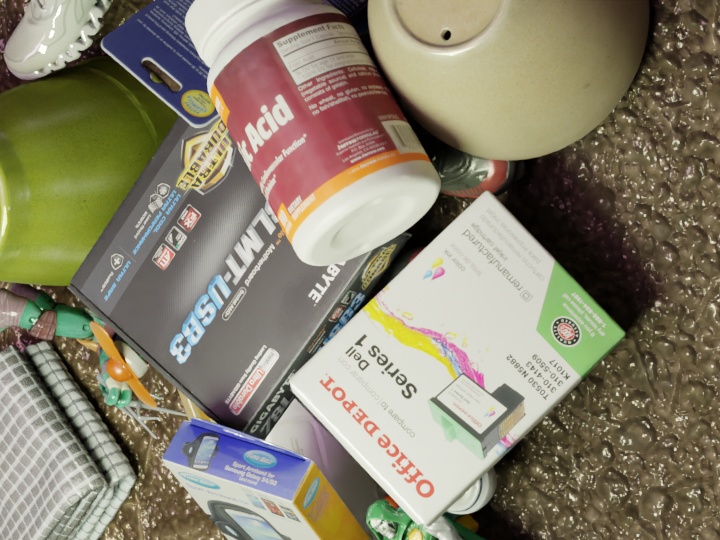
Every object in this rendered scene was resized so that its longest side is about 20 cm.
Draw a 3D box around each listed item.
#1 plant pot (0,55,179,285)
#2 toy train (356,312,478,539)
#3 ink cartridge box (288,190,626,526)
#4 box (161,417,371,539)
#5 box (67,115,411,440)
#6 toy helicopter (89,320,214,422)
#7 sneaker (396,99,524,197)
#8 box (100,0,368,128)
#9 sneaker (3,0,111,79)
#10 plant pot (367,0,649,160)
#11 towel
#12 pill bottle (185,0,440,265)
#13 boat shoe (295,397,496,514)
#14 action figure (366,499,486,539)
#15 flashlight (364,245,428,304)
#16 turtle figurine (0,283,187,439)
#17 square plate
[{"bbox_3d":[-0.269,-0.069,1.851,0.200,0.193,0.201,9,104,37],"label":"plant pot"},{"bbox_3d":[0.034,0.133,1.736,0.150,0.056,0.200,4,99,32],"label":"toy train"},{"bbox_3d":[0.067,0.066,1.602,0.200,0.084,0.145,-44,85,-2],"label":"ink cartridge box"},{"bbox_3d":[-0.065,0.177,1.667,0.119,0.200,0.042,14,66,30],"label":"box"},{"bbox_3d":[-0.094,-0.007,1.680,0.198,0.050,0.200,41,101,26],"label":"box"},{"bbox_3d":[-0.143,0.080,1.798,0.079,0.132,0.200,0,109,61],"label":"toy helicopter"},{"bbox_3d":[0.025,-0.101,1.675,0.200,0.098,0.071,25,112,31],"label":"sneaker"},{"bbox_3d":[-0.085,-0.186,1.694,0.121,0.200,0.032,41,155,25],"label":"box"},{"bbox_3d":[-0.233,-0.243,1.828,0.200,0.081,0.075,-48,47,14],"label":"sneaker"},{"bbox_3d":[0.084,-0.183,1.551,0.200,0.134,0.201,-2,85,25],"label":"plant pot"},{"bbox_3d":[-0.305,0.186,1.999,0.166,0.086,0.200,51,125,20],"label":"towel"},{"bbox_3d":[-0.038,-0.114,1.578,0.114,0.114,0.200,-42,69,36],"label":"pill bottle"},{"bbox_3d":[0.009,0.118,1.677,0.200,0.067,0.074,36,114,23],"label":"boat shoe"},{"bbox_3d":[0.081,0.242,1.677,0.200,0.055,0.118,41,118,-3],"label":"action figure"},{"bbox_3d":[0.000,0.000,1.732,0.200,0.068,0.068,12,106,35],"label":"flashlight"},{"bbox_3d":[-0.213,0.068,1.892,0.200,0.150,0.101,23,80,2],"label":"turtle figurine"},{"bbox_3d":[-0.044,0.150,1.822,0.198,0.028,0.200,-16,89,39],"label":"square plate"}]
